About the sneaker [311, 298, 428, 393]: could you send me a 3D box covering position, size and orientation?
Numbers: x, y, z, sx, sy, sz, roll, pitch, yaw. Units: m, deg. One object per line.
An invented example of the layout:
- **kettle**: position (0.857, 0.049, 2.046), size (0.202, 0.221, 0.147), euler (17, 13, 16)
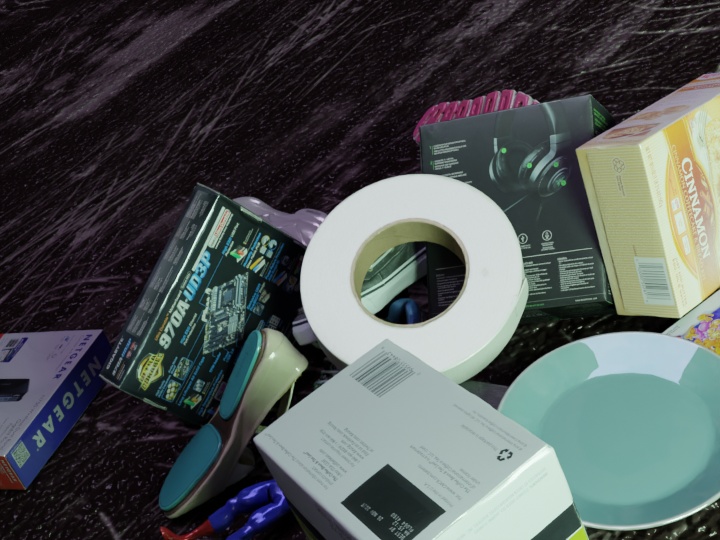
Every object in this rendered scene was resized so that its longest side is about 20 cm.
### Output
- **sneaker**: position (-0.010, 0.097, 1.204), size (0.199, 0.086, 0.077), euler (-39, 34, -24)

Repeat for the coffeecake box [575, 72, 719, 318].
- **coffeecake box**: position (0.292, -0.071, 1.143), size (0.199, 0.156, 0.073), euler (-30, 20, -36)

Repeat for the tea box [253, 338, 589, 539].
- **tea box**: position (0.054, 0.189, 0.904), size (0.133, 0.199, 0.199), euler (-34, 33, -17)

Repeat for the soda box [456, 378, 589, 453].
- **soda box**: position (0.101, 0.139, 1.085), size (0.198, 0.064, 0.071), euler (5, 41, 41)

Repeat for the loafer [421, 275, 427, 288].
- **loafer**: position (0.156, -0.033, 1.308), size (0.197, 0.074, 0.073), euler (-11, 28, 18)

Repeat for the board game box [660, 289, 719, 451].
- **board game box**: position (0.312, 0.077, 1.052), size (0.199, 0.045, 0.134), euler (-34, 32, -16)

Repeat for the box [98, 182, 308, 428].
- **box**: position (-0.132, 0.044, 1.223), size (0.046, 0.158, 0.202), euler (21, 83, 50)

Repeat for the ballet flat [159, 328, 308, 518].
- **ballet flat**: position (-0.111, 0.149, 1.190), size (0.202, 0.069, 0.070), euler (-59, 30, 10)

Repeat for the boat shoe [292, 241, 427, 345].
- **boat shoe**: position (0.000, 0.000, 1.228), size (0.072, 0.072, 0.199), euler (-15, 16, 49)

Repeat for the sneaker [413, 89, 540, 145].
- **sneaker**: position (0.153, -0.148, 1.462), size (0.198, 0.087, 0.075), euler (2, 66, 49)

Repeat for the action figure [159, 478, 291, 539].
- **action figure**: position (-0.078, 0.183, 1.106), size (0.198, 0.100, 0.066), euler (-27, 51, -11)

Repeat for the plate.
- **plate**: position (0.198, 0.121, 0.974), size (0.197, 0.026, 0.202), euler (-11, 38, 8)

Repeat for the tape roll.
- **tape roll**: position (0.046, 0.009, 1.137), size (0.199, 0.037, 0.206), euler (-5, 60, 9)

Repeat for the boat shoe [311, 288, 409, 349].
- **boat shoe**: position (-0.045, 0.038, 1.337), size (0.196, 0.069, 0.074), euler (-11, 31, 8)

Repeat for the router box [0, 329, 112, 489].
- **router box**: position (-0.386, 0.148, 1.419), size (0.177, 0.049, 0.201), euler (-5, 35, 30)

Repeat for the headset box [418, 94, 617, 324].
- **headset box**: position (0.151, -0.056, 1.210), size (0.172, 0.204, 0.092), euler (-9, -11, 25)

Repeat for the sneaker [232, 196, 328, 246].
- **sneaker**: position (-0.116, -0.030, 1.483), size (0.198, 0.076, 0.100), euler (4, 39, 39)

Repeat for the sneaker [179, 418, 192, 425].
- **sneaker**: position (-0.170, 0.059, 1.354), size (0.059, 0.105, 0.201), euler (-12, 32, 17)
